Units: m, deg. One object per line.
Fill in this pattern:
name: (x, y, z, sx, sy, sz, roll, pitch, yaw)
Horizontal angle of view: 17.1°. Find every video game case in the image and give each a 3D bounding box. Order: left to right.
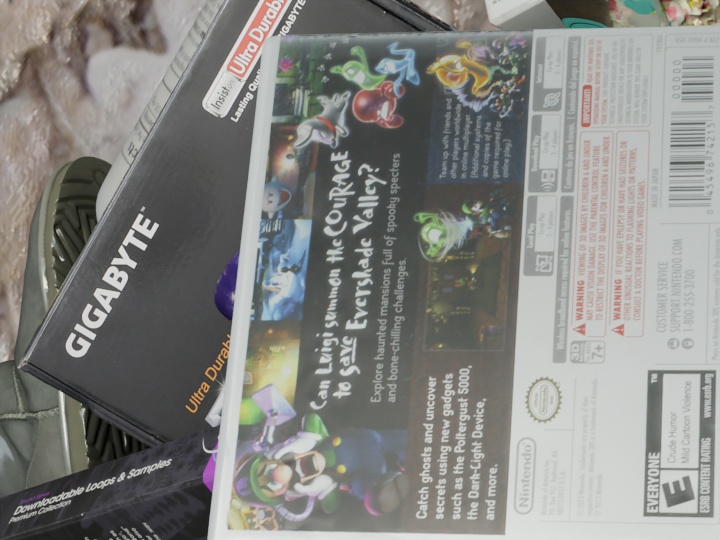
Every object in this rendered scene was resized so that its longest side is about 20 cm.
video game case: (0.046, 0.007, 0.827, 0.180, 0.023, 0.202, 0, 65, 11)

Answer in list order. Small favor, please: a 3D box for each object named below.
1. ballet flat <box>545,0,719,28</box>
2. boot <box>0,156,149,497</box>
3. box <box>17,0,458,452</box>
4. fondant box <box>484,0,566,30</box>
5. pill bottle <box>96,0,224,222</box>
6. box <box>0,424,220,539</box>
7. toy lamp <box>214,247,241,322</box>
ballet flat: (0.096, -0.118, 0.883, 0.075, 0.200, 0.064, 22, 71, 45)
boot: (-0.185, 0.054, 1.133, 0.199, 0.072, 0.183, -17, 67, 40)
box: (0.000, 0.000, 0.935, 0.198, 0.050, 0.201, 31, 101, -7)
fondant box: (0.104, -0.209, 0.977, 0.144, 0.058, 0.202, -24, 66, 31)
pill bottle: (-0.046, -0.032, 1.011, 0.114, 0.114, 0.201, 39, 103, 37)
box: (-0.062, 0.133, 0.959, 0.199, 0.143, 0.036, -20, 31, 37)
toy lamp: (0.021, 0.069, 0.845, 0.058, 0.058, 0.200, -48, 60, 17)
